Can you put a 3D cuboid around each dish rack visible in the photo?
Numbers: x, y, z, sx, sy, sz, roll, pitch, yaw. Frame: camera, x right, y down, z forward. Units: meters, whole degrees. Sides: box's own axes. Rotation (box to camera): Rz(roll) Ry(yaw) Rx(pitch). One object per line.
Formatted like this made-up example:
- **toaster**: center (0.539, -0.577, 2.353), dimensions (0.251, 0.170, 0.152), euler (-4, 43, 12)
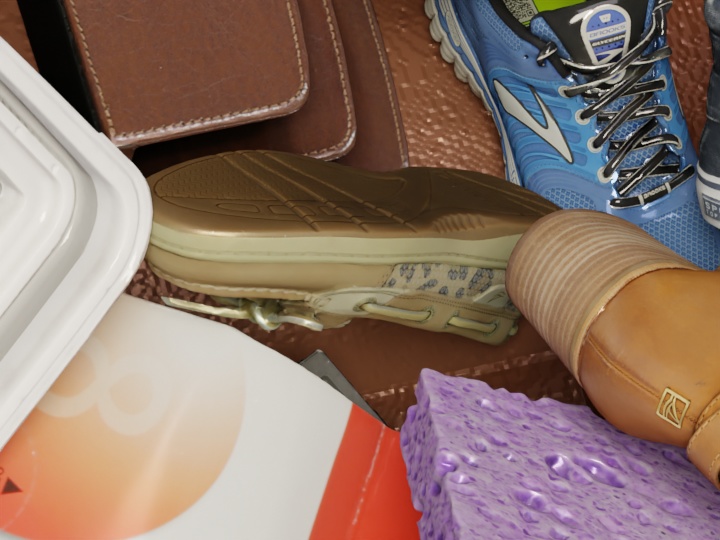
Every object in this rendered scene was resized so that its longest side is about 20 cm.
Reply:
- **dish rack**: center (-0.173, -0.008, 0.738), dimensions (0.172, 0.043, 0.200), euler (-52, 48, 5)

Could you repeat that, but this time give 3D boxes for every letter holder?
- **letter holder**: center (-0.060, -0.124, 0.849), dimensions (0.141, 0.101, 0.201), euler (-13, 68, -14)

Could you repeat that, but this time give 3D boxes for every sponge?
- **sponge**: center (0.076, 0.101, 0.636), dimensions (0.111, 0.030, 0.200), euler (14, 25, -13)

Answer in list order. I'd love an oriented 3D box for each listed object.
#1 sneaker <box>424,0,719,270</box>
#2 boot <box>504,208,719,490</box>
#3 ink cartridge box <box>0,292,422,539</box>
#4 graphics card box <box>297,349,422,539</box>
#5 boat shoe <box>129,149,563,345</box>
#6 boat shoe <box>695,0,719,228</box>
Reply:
- **sneaker**: center (0.088, -0.064, 0.843), dimensions (0.078, 0.089, 0.201), euler (-25, 73, -16)
- **boot**: center (0.160, 0.037, 0.704), dimensions (0.199, 0.077, 0.155), euler (10, 23, -38)
- **ink cartridge box**: center (-0.044, 0.103, 0.716), dimensions (0.199, 0.050, 0.163), euler (15, 63, 7)
- **graphics card box**: center (-0.052, 0.135, 0.757), dimensions (0.200, 0.051, 0.126), euler (-35, 73, -21)
- **boat shoe**: center (0.000, 0.000, 0.765), dimensions (0.199, 0.063, 0.073), euler (2, 24, -43)
- **boat shoe**: center (0.196, -0.088, 0.828), dimensions (0.071, 0.091, 0.200), euler (15, 30, 35)
